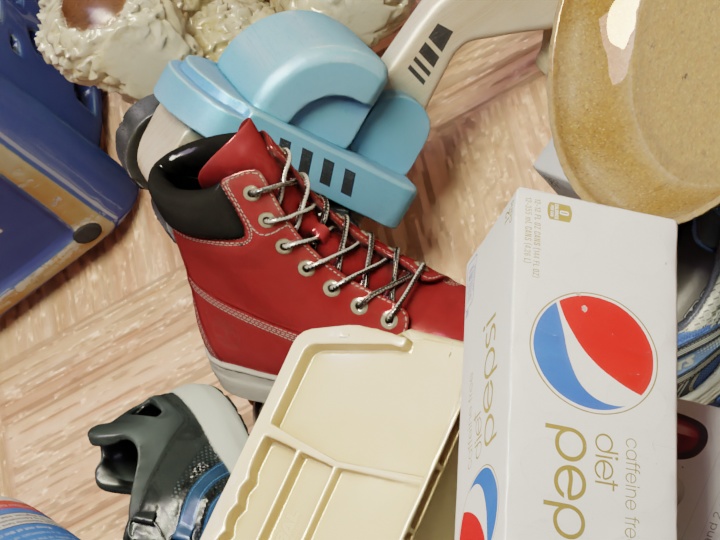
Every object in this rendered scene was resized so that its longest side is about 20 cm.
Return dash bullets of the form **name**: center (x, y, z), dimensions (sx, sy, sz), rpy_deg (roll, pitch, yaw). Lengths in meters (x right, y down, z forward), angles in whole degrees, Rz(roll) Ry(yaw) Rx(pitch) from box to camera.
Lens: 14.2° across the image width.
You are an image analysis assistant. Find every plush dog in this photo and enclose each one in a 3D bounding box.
- **plush dog**: center (-0.070, -0.123, 1.510), dimensions (0.199, 0.161, 0.172), rpy_deg (-13, 35, -6)

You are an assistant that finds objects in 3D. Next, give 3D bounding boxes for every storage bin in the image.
- **storage bin**: center (0.023, 0.150, 1.209), dimensions (0.094, 0.200, 0.199), rpy_deg (12, 71, 38)

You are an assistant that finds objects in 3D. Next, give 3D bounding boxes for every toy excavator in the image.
- **toy excavator**: center (0.007, -0.087, 1.398), dimensions (0.200, 0.194, 0.100), rpy_deg (-60, 27, 12)

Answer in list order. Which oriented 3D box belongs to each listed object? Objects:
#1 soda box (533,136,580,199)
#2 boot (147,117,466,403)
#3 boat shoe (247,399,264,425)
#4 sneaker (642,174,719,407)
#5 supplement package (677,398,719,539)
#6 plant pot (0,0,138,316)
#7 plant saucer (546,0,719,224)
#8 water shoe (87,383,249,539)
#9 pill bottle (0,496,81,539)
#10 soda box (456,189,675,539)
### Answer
- **soda box**: center (0.169, -0.106, 1.358), dimensions (0.068, 0.064, 0.200), rpy_deg (26, 79, 42)
- **boot**: center (0.000, 0.000, 1.278), dimensions (0.200, 0.145, 0.072), rpy_deg (8, 44, 30)
- **boat shoe**: center (-0.015, 0.065, 1.375), dimensions (0.072, 0.072, 0.200), rpy_deg (-26, 50, 19)
- **sneaker**: center (0.171, -0.023, 1.291), dimensions (0.077, 0.085, 0.200), rpy_deg (25, 78, 42)
- **supplement package**: center (0.116, 0.168, 1.162), dimensions (0.111, 0.156, 0.200), rpy_deg (12, 71, 39)
- **plant pot**: center (-0.250, -0.073, 1.547), dimensions (0.200, 0.200, 0.180), rpy_deg (-35, 54, 11)
- **plant saucer**: center (0.155, -0.110, 1.244), dimensions (0.200, 0.035, 0.201), rpy_deg (-32, 50, 48)
- **water shoe**: center (-0.069, 0.133, 1.343), dimensions (0.079, 0.072, 0.200), rpy_deg (-18, 38, -14)
- **pill bottle**: center (-0.132, 0.193, 1.351), dimensions (0.200, 0.112, 0.112), rpy_deg (27, 80, 43)
- **soda box**: center (0.077, 0.074, 1.075), dimensions (0.064, 0.068, 0.201), rpy_deg (121, 156, -58)
